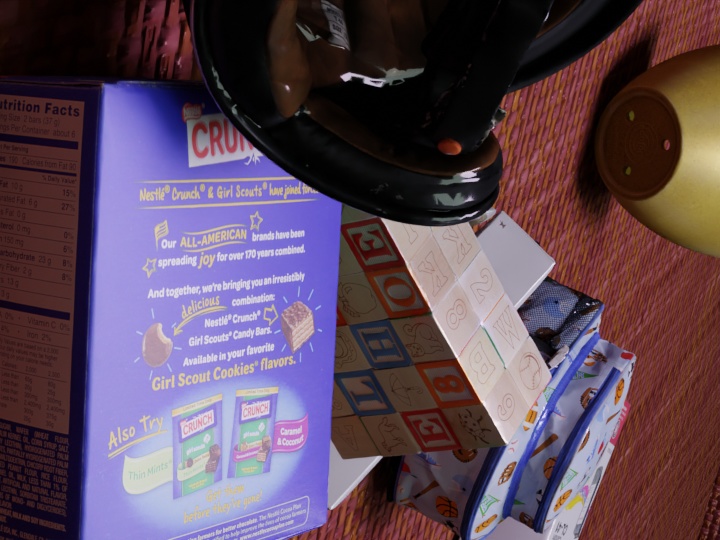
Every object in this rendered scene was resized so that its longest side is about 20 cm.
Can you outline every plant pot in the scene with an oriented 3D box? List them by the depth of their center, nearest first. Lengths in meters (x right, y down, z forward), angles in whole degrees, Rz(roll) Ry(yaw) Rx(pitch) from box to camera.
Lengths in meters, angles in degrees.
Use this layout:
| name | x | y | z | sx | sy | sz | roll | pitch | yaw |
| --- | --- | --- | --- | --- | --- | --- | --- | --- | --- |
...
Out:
| name | x | y | z | sx | sy | sz | roll | pitch | yaw |
| --- | --- | --- | --- | --- | --- | --- | --- | --- | --- |
| plant pot | 0.294 | -0.110 | 1.462 | 0.142 | 0.200 | 0.201 | -1 | 112 | -40 |

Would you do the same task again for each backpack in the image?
| name | x | y | z | sx | sy | sz | roll | pitch | yaw |
| --- | --- | --- | --- | --- | --- | --- | --- | --- | --- |
| backpack | 0.109 | 0.115 | 1.235 | 0.190 | 0.154 | 0.201 | -38 | 146 | -38 |

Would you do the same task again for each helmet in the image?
| name | x | y | z | sx | sy | sz | roll | pitch | yaw |
| --- | --- | --- | --- | --- | --- | --- | --- | --- | --- |
| helmet | 0.028 | -0.135 | 0.644 | 0.191 | 0.199 | 0.201 | -75 | 169 | -47 |

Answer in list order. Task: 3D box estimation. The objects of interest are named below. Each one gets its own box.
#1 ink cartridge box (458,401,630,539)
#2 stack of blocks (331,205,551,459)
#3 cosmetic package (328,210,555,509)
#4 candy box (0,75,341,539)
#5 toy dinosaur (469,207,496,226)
| name | x | y | z | sx | sy | sz | roll | pitch | yaw |
| --- | --- | --- | --- | --- | --- | --- | --- | --- | --- |
| ink cartridge box | 0.174 | 0.194 | 1.535 | 0.201 | 0.085 | 0.148 | -70 | 159 | -6 |
| stack of blocks | 0.000 | 0.000 | 0.839 | 0.059 | 0.115 | 0.200 | -50 | 119 | -42 |
| cosmetic package | 0.028 | 0.057 | 0.976 | 0.200 | 0.051 | 0.083 | -46 | 178 | -13 |
| candy box | -0.082 | 0.020 | 0.685 | 0.169 | 0.077 | 0.201 | -6 | 102 | -57 |
| toy dinosaur | -0.009 | 0.005 | 0.953 | 0.200 | 0.077 | 0.102 | -42 | 167 | 16 |
